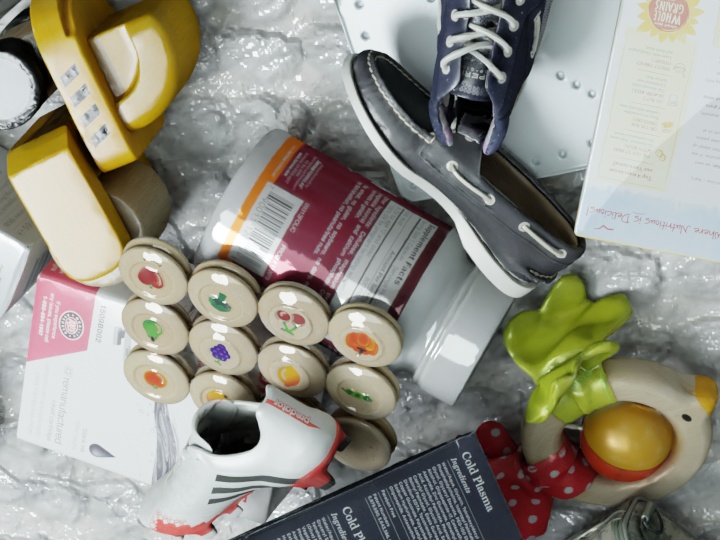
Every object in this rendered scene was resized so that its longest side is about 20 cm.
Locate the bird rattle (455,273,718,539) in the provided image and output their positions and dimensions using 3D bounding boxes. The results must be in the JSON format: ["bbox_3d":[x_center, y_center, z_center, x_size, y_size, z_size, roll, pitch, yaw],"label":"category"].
[{"bbox_3d":[0.155,0.115,1.660,0.163,0.113,0.200,11,123,-4],"label":"bird rattle"}]

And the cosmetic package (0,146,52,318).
[{"bbox_3d":[-0.310,-0.057,1.745,0.200,0.102,0.074,29,121,4],"label":"cosmetic package"}]

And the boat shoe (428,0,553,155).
[{"bbox_3d":[0.081,-0.154,1.479,0.075,0.093,0.200,11,147,10],"label":"boat shoe"}]

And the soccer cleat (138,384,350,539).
[{"bbox_3d":[-0.095,0.126,1.654,0.085,0.069,0.200,40,141,-26],"label":"soccer cleat"}]

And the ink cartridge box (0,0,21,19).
[{"bbox_3d":[-0.343,-0.225,1.693,0.116,0.067,0.200,-36,98,31],"label":"ink cartridge box"}]

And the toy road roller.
[{"bbox_3d":[-0.165,-0.104,1.659,0.146,0.123,0.200,-21,106,16],"label":"toy road roller"}]

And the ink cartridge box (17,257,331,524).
[{"bbox_3d":[-0.132,0.075,1.752,0.200,0.083,0.147,18,119,11],"label":"ink cartridge box"}]

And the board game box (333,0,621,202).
[{"bbox_3d":[0.090,-0.155,1.589,0.200,0.026,0.200,-10,111,24],"label":"board game box"}]

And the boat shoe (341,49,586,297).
[{"bbox_3d":[0.067,-0.071,1.582,0.060,0.074,0.200,-32,104,30],"label":"boat shoe"}]

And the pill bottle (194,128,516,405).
[{"bbox_3d":[0.000,0.000,1.648,0.200,0.114,0.114,30,122,4],"label":"pill bottle"}]

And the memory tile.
[{"bbox_3d":[-0.068,0.058,1.637,0.200,0.017,0.153,16,137,12],"label":"memory tile"}]

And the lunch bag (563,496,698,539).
[{"bbox_3d":[0.167,0.263,1.704,0.200,0.139,0.168,-35,94,32],"label":"lunch bag"}]

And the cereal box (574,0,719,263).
[{"bbox_3d":[0.222,-0.104,1.536,0.144,0.040,0.200,12,114,3],"label":"cereal box"}]

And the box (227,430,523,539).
[{"bbox_3d":[-0.006,0.199,1.642,0.182,0.200,0.104,-24,86,-16],"label":"box"}]
